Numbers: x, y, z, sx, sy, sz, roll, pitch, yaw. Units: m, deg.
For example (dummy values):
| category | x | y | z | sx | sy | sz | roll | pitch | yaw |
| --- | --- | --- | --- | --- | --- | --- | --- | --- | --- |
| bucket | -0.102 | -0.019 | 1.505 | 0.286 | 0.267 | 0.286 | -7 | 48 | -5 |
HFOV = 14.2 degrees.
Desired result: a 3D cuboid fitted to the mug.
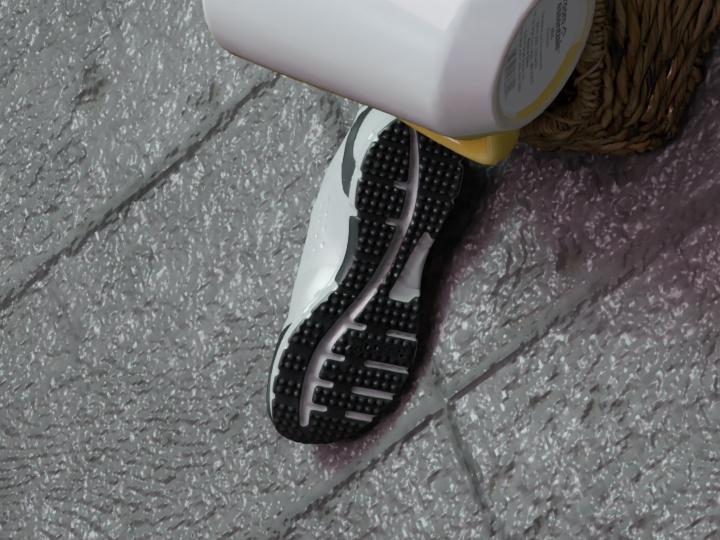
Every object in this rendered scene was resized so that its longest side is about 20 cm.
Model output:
| category | x | y | z | sx | sy | sz | roll | pitch | yaw |
| --- | --- | --- | --- | --- | --- | --- | --- | --- | --- |
| mug | 0.037 | -0.137 | 1.401 | 0.153 | 0.186 | 0.150 | 31 | 100 | 26 |

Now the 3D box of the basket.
| category | x | y | z | sx | sy | sz | roll | pitch | yaw |
| --- | --- | --- | --- | --- | --- | --- | --- | --- | --- |
| basket | 0.068 | -0.147 | 1.493 | 0.199 | 0.149 | 0.143 | 27 | 97 | 40 |

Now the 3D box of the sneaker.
| category | x | y | z | sx | sy | sz | roll | pitch | yaw |
| --- | --- | --- | --- | --- | --- | --- | --- | --- | --- |
| sneaker | 0.000 | 0.000 | 1.579 | 0.201 | 0.073 | 0.080 | -67 | 20 | 11 |
